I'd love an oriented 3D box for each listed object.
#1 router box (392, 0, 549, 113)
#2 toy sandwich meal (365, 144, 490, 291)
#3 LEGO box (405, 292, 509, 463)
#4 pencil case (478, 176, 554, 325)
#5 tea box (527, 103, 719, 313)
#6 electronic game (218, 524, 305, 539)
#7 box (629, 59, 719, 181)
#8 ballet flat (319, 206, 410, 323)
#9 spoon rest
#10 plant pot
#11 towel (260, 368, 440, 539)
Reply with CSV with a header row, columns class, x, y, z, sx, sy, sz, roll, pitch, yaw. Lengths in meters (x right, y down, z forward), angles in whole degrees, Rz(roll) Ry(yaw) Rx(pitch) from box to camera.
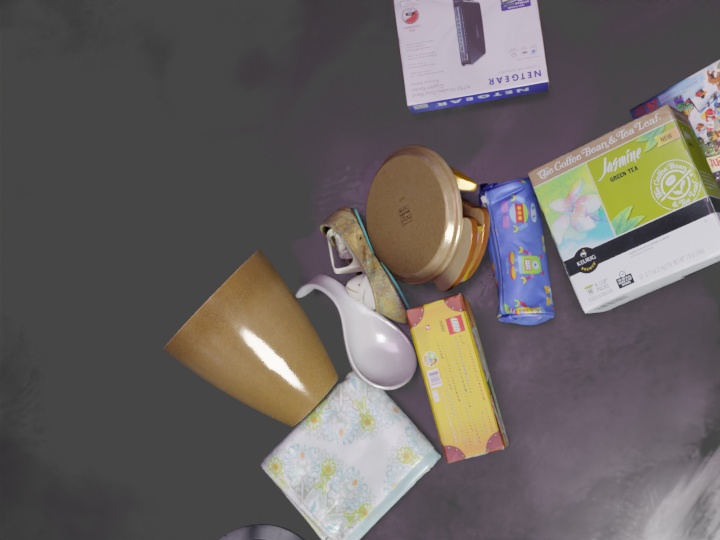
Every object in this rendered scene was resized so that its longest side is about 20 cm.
class,x,y,z,sx,sy,sz,roll,pitch,yaw
router box,0.152,-0.325,1.603,0.198,0.049,0.182,-9,82,9
toy sandwich meal,0.089,-0.072,1.563,0.204,0.070,0.208,4,95,49
LEGO box,0.128,0.142,1.508,0.076,0.149,0.202,-16,82,8
pencil case,0.206,-0.027,1.545,0.086,0.078,0.203,-4,82,-26
tea box,0.351,-0.075,1.475,0.199,0.133,0.199,-26,78,24
electronic game,-0.135,0.448,1.578,0.197,0.042,0.203,-1,83,9
box,0.472,-0.197,1.512,0.199,0.038,0.138,-29,79,21
ballet flat,0.000,0.000,1.565,0.070,0.071,0.201,-32,59,6
spoon rest,-0.005,0.080,1.576,0.200,0.061,0.099,44,55,13
plant pot,-0.132,0.108,1.557,0.186,0.186,0.200,-45,92,3
towel,-0.016,0.259,1.574,0.200,0.048,0.171,-44,79,3
